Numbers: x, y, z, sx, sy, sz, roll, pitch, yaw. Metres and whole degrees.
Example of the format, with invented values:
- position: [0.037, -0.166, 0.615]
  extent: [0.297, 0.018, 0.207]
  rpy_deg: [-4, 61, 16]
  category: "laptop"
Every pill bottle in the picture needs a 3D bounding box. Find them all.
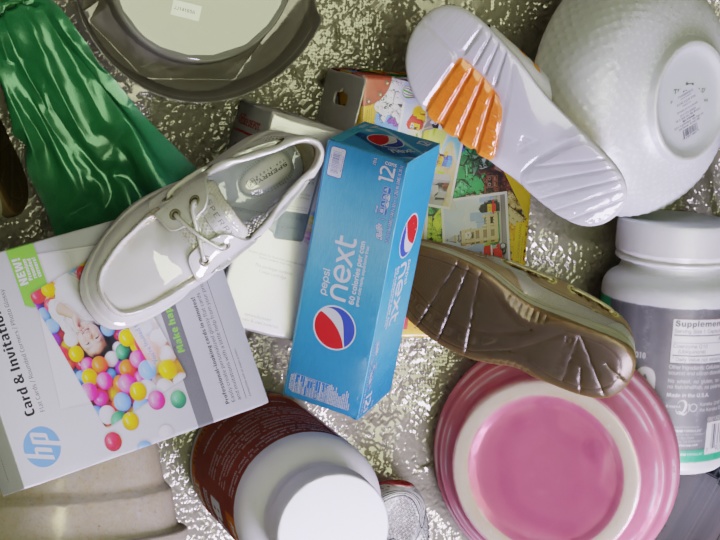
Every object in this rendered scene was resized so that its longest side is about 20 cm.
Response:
- position: [0.249, 0.056, 1.642]
  extent: [0.113, 0.113, 0.201]
  rpy_deg: [0, 100, -19]
  category: "pill bottle"
- position: [-0.052, 0.166, 1.509]
  extent: [0.112, 0.200, 0.113]
  rpy_deg: [-4, 101, -19]
  category: "pill bottle"

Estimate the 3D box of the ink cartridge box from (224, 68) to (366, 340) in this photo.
- position: [-0.065, -0.060, 1.506]
  extent: [0.067, 0.117, 0.201]
  rpy_deg: [15, 94, -17]
  category: "ink cartridge box"

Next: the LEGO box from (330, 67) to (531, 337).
- position: [0.051, -0.053, 1.569]
  extent: [0.148, 0.077, 0.201]
  rpy_deg: [0, 100, -20]
  category: "LEGO box"

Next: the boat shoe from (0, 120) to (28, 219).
- position: [-0.305, -0.123, 1.433]
  extent: [0.066, 0.074, 0.201]
  rpy_deg: [-18, 99, 15]
  category: "boat shoe"

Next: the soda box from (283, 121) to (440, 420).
- position: [0.000, 0.000, 1.460]
  extent: [0.064, 0.068, 0.201]
  rpy_deg: [18, 112, 17]
  category: "soda box"

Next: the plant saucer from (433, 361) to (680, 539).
- position: [0.151, 0.155, 1.603]
  extent: [0.200, 0.051, 0.201]
  rpy_deg: [3, 101, 18]
  category: "plant saucer"

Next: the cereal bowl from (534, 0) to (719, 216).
- position: [0.227, -0.137, 1.576]
  extent: [0.200, 0.083, 0.201]
  rpy_deg: [-11, 106, -43]
  category: "cereal bowl"

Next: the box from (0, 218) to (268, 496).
- position: [-0.175, 0.048, 1.379]
  extent: [0.200, 0.041, 0.156]
  rpy_deg: [-17, 87, -35]
  category: "box"

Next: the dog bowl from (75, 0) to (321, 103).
- position: [-0.122, -0.226, 1.486]
  extent: [0.199, 0.059, 0.201]
  rpy_deg: [-4, 101, -18]
  category: "dog bowl"

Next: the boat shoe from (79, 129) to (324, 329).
- position: [-0.105, -0.036, 1.373]
  extent: [0.200, 0.069, 0.071]
  rpy_deg: [-42, 103, -25]
  category: "boat shoe"

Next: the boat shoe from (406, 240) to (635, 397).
- position: [0.113, 0.030, 1.516]
  extent: [0.200, 0.066, 0.074]
  rpy_deg: [27, 118, 1]
  category: "boat shoe"

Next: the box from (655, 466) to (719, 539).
- position: [0.297, 0.216, 1.689]
  extent: [0.060, 0.117, 0.200]
  rpy_deg: [30, 88, -22]
  category: "box"

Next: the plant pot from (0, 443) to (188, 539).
- position: [-0.227, 0.104, 1.456]
  extent: [0.200, 0.200, 0.184]
  rpy_deg: [-1, 89, -19]
  category: "plant pot"

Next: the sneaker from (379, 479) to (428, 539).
- position: [0.024, 0.266, 1.619]
  extent: [0.078, 0.082, 0.201]
  rpy_deg: [3, 99, -20]
  category: "sneaker"

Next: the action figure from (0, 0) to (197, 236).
- position: [-0.218, -0.125, 1.469]
  extent: [0.118, 0.055, 0.200]
  rpy_deg: [-31, 100, 0]
  category: "action figure"

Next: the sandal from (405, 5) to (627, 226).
- position: [0.115, -0.115, 1.507]
  extent: [0.207, 0.059, 0.079]
  rpy_deg: [44, 111, -11]
  category: "sandal"
